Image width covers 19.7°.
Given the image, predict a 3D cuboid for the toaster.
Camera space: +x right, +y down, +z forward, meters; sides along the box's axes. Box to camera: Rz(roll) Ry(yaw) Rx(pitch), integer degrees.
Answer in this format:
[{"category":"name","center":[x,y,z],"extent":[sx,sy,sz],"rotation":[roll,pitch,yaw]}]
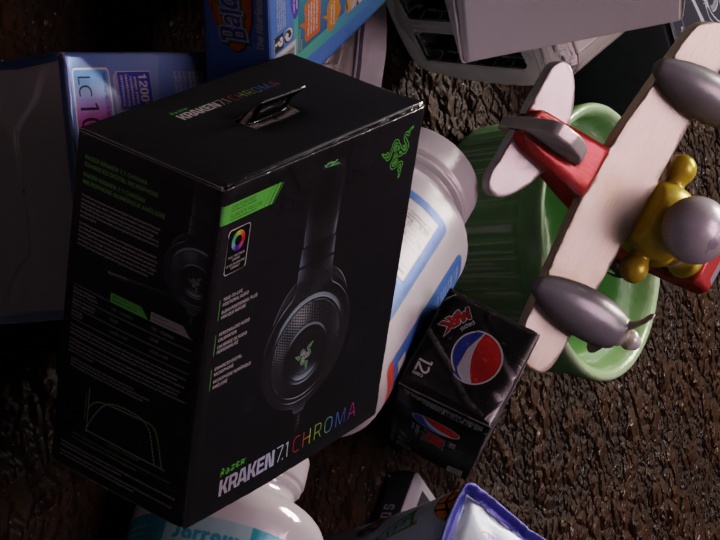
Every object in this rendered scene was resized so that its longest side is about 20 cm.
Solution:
[{"category":"toaster","center":[0.105,-0.202,1.418],"extent":[0.129,0.200,0.114],"rotation":[-45,127,-29]}]

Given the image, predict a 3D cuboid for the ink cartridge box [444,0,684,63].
[{"category":"ink cartridge box","center":[0.110,-0.240,1.302],"extent":[0.084,0.145,0.200],"rotation":[80,-1,-54]}]

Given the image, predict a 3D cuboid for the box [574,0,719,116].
[{"category":"box","center":[0.241,-0.226,1.691],"extent":[0.200,0.104,0.148],"rotation":[-48,127,-48]}]

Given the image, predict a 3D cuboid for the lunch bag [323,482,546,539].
[{"category":"lunch bag","center":[0.015,0.243,1.218],"extent":[0.124,0.170,0.200],"rotation":[37,54,-22]}]

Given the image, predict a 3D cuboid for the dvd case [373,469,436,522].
[{"category":"dvd case","center":[0.048,0.256,1.422],"extent":[0.200,0.025,0.150],"rotation":[58,42,-39]}]

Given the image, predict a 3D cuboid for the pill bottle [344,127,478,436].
[{"category":"pill bottle","center":[0.000,0.000,1.283],"extent":[0.200,0.112,0.112],"rotation":[-56,132,-43]}]

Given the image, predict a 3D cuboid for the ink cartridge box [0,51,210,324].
[{"category":"ink cartridge box","center":[-0.119,-0.050,1.134],"extent":[0.200,0.076,0.137],"rotation":[-11,96,-59]}]

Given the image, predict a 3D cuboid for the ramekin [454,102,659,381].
[{"category":"ramekin","center":[0.134,-0.019,1.511],"extent":[0.200,0.098,0.200],"rotation":[6,82,-57]}]

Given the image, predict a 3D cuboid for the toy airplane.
[{"category":"toy airplane","center":[0.178,-0.048,1.357],"extent":[0.199,0.141,0.200],"rotation":[-21,121,-35]}]

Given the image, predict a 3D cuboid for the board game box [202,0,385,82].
[{"category":"board game box","center":[-0.019,-0.200,1.141],"extent":[0.200,0.045,0.152],"rotation":[-48,148,-44]}]

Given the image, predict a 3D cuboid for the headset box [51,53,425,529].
[{"category":"headset box","center":[-0.060,-0.001,1.051],"extent":[0.174,0.093,0.200],"rotation":[-26,132,-51]}]

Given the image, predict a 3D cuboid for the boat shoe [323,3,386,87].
[{"category":"boat shoe","center":[-0.026,-0.120,1.286],"extent":[0.200,0.070,0.071],"rotation":[-86,-166,-48]}]

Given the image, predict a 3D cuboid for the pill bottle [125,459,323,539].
[{"category":"pill bottle","center":[-0.084,0.189,1.136],"extent":[0.111,0.111,0.200],"rotation":[44,52,-48]}]

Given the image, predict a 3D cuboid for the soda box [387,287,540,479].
[{"category":"soda box","center":[0.062,0.075,1.317],"extent":[0.071,0.063,0.200],"rotation":[-61,175,-13]}]
